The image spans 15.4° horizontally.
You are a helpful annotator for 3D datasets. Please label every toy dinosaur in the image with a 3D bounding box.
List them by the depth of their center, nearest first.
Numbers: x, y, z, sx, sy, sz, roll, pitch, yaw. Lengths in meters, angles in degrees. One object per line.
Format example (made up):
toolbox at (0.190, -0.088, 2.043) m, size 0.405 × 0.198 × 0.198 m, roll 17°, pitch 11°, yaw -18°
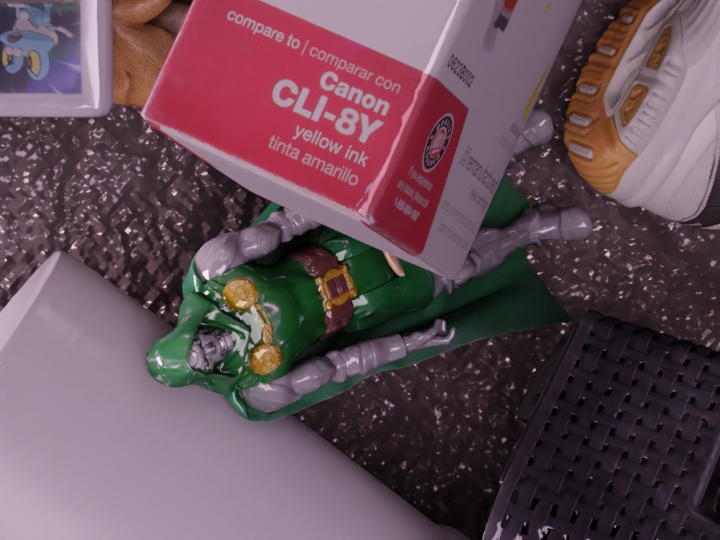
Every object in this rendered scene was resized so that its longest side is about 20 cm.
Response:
toy dinosaur at (-0.067, -0.079, 0.949) m, size 0.199 × 0.060 × 0.107 m, roll 15°, pitch 104°, yaw 0°

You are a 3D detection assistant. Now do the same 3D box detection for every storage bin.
storage bin at (0.095, 0.133, 0.977) m, size 0.093 × 0.135 × 0.201 m, roll 18°, pitch 131°, yaw 12°

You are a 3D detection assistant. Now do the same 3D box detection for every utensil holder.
utensil holder at (-0.081, 0.115, 0.993) m, size 0.200 × 0.170 × 0.170 m, roll 37°, pitch 96°, yaw -9°

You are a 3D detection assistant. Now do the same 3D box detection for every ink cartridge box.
ink cartridge box at (0.024, -0.111, 0.848) m, size 0.083 × 0.145 × 0.201 m, roll 24°, pitch 88°, yaw 15°

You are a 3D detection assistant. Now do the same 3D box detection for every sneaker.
sneaker at (0.159, -0.109, 1.025) m, size 0.087 × 0.076 × 0.201 m, roll 26°, pitch 100°, yaw -27°

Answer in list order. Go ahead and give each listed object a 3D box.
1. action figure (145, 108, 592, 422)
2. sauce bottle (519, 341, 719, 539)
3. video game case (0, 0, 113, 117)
action figure at (0.000, 0.000, 0.981) m, size 0.200 × 0.055 × 0.119 m, roll -28°, pitch 96°, yaw -37°
sauce bottle at (0.151, 0.101, 1.062) m, size 0.200 × 0.066 × 0.066 m, roll 35°, pitch 97°, yaw -11°
video game case at (-0.183, -0.144, 0.906) m, size 0.199 × 0.023 × 0.183 m, roll 1°, pitch 98°, yaw 6°
